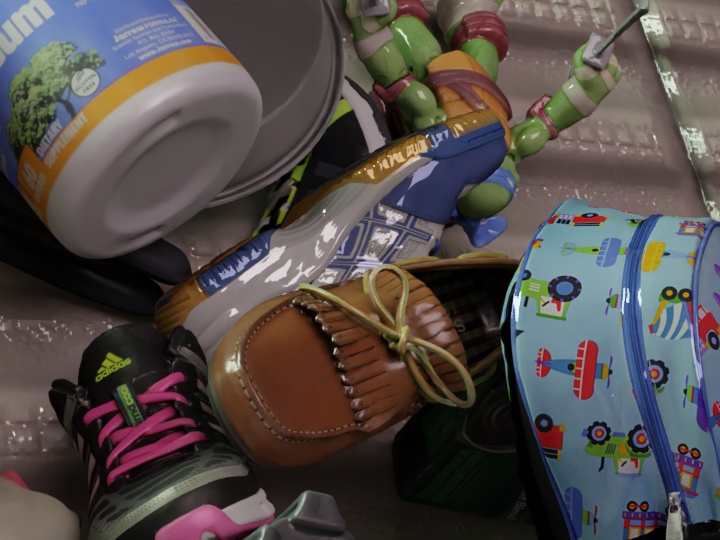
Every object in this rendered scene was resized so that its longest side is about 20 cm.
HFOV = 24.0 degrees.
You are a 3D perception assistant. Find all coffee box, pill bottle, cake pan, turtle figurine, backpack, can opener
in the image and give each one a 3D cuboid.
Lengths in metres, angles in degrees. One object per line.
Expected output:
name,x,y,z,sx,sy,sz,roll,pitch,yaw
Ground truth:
coffee box,0.132,0.087,0.858,0.200,0.123,0.044,15,46,-24
pill bottle,-0.145,-0.111,0.768,0.112,0.112,0.200,-26,65,-39
cake pan,-0.105,-0.122,0.867,0.200,0.037,0.201,4,60,-6
turtle figurine,0.065,-0.135,0.932,0.144,0.200,0.194,-15,40,-3
backpack,0.141,0.064,0.702,0.183,0.134,0.200,-43,117,-60
can opener,-0.171,-0.032,0.793,0.200,0.063,0.079,24,51,-16

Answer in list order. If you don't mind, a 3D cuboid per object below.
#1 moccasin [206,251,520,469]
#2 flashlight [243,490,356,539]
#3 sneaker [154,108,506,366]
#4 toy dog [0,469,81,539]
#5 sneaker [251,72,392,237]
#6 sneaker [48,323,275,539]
moccasin,0.015,0.031,0.698,0.201,0.078,0.074,-8,72,-51
flashlight,-0.058,0.159,0.646,0.068,0.200,0.068,49,50,5
sneaker,0.000,0.000,0.809,0.200,0.075,0.088,-36,96,-18
toy dog,-0.196,0.110,0.641,0.200,0.140,0.194,24,61,-16
sneaker,-0.025,-0.021,0.869,0.083,0.072,0.200,1,60,-29
sneaker,-0.088,0.068,0.689,0.074,0.200,0.088,-25,99,-5
